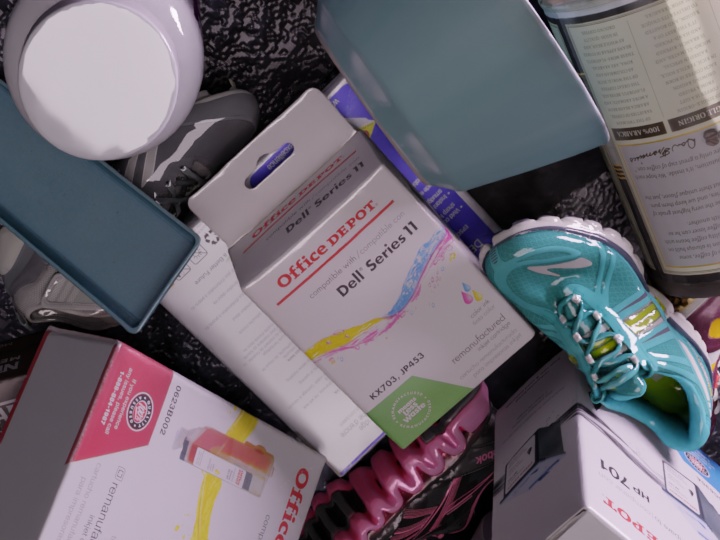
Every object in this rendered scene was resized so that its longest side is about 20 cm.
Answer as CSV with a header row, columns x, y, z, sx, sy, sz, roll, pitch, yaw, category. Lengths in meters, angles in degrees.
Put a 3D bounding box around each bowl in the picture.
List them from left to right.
x,y,z,sx,sy,sz,roll,pitch,yaw,category
0.046,-0.127,0.879,0.105,0.201,0.202,-35,108,6,bowl

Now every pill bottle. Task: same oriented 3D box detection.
x,y,z,sx,sy,sz,roll,pitch,yaw,category
-0.144,-0.127,0.856,0.111,0.200,0.114,-2,108,-6,pill bottle

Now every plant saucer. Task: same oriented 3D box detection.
x,y,z,sx,sy,sz,roll,pitch,yaw,category
-0.184,-0.045,0.916,0.199,0.019,0.070,37,92,19,plant saucer

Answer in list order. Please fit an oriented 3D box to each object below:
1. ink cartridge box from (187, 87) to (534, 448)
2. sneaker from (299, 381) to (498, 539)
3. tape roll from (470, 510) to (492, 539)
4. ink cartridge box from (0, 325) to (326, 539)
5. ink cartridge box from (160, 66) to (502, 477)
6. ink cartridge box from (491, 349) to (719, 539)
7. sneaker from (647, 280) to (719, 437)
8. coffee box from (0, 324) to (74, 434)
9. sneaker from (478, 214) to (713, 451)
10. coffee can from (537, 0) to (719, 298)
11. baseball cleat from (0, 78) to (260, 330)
x,y,z,sx,sy,sz,roll,pitch,yaw,category
0.000,0.000,0.925,0.117,0.067,0.200,-41,116,7,ink cartridge box
0.035,0.166,1.046,0.200,0.079,0.095,-44,119,9,sneaker
0.154,0.242,1.010,0.198,0.201,0.067,25,104,-14,tape roll
-0.129,0.144,0.942,0.199,0.083,0.147,35,69,-42,ink cartridge box
-0.013,0.002,0.996,0.198,0.043,0.200,-43,106,7,ink cartridge box
0.158,0.157,0.923,0.146,0.200,0.086,40,111,-12,ink cartridge box
0.220,0.064,1.031,0.090,0.075,0.201,33,110,-14,sneaker
-0.220,0.152,1.000,0.112,0.080,0.202,-15,109,-2,coffee box
0.153,0.038,0.916,0.199,0.080,0.077,37,124,-26,sneaker
0.213,-0.106,0.933,0.145,0.147,0.202,-25,109,2,coffee can
-0.135,-0.030,0.943,0.199,0.070,0.107,-32,68,13,baseball cleat
